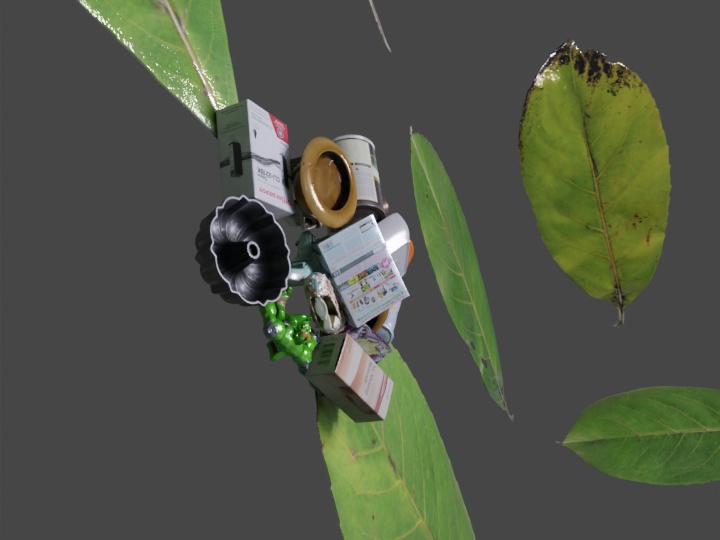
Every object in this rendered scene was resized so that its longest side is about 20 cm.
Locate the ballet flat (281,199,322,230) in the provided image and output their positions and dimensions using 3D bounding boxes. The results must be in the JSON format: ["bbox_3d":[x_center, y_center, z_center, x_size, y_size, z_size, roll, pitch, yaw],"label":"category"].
[{"bbox_3d":[-0.135,-0.125,1.277,0.199,0.066,0.064,-2,91,-65],"label":"ballet flat"}]

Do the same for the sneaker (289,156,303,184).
[{"bbox_3d":[-0.130,-0.221,1.314,0.200,0.077,0.091,-40,119,-63],"label":"sneaker"}]

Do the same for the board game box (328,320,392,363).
[{"bbox_3d":[-0.012,0.188,1.348,0.200,0.119,0.032,45,11,-51],"label":"board game box"}]

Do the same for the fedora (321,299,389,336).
[{"bbox_3d":[-0.024,0.099,1.345,0.082,0.200,0.201,49,1,41],"label":"fedora"}]

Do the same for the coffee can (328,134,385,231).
[{"bbox_3d":[-0.021,-0.212,1.399,0.146,0.144,0.203,34,43,-57],"label":"coffee can"}]

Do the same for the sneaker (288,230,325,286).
[{"bbox_3d":[-0.135,-0.026,1.216,0.200,0.072,0.120,-3,88,-74],"label":"sneaker"}]

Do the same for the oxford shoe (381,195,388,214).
[{"bbox_3d":[-0.009,-0.207,1.510,0.070,0.200,0.072,-21,137,-26],"label":"oxford shoe"}]

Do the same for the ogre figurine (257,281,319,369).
[{"bbox_3d":[-0.145,0.118,1.121,0.121,0.096,0.202,-102,178,-47],"label":"ogre figurine"}]

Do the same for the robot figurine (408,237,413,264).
[{"bbox_3d":[0.096,-0.046,1.682,0.146,0.115,0.200,70,26,-19],"label":"robot figurine"}]

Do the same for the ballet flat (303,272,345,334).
[{"bbox_3d":[-0.078,0.088,1.184,0.201,0.074,0.065,69,9,-46],"label":"ballet flat"}]

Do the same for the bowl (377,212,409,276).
[{"bbox_3d":[0.050,-0.020,1.400,0.199,0.074,0.202,-35,149,-28],"label":"bowl"}]

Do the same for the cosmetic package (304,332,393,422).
[{"bbox_3d":[-0.020,0.237,1.221,0.200,0.086,0.104,49,42,-36],"label":"cosmetic package"}]

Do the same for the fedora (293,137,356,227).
[{"bbox_3d":[-0.087,-0.184,1.212,0.199,0.081,0.204,21,63,-51],"label":"fedora"}]

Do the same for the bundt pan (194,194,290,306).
[{"bbox_3d":[-0.218,-0.028,1.015,0.201,0.075,0.205,29,53,-48],"label":"bundt pan"}]

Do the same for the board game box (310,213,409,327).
[{"bbox_3d":[0.000,0.000,1.229,0.146,0.064,0.202,-29,101,-19],"label":"board game box"}]

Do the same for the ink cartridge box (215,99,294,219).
[{"bbox_3d":[-0.209,-0.212,1.125,0.144,0.082,0.204,17,65,-64],"label":"ink cartridge box"}]

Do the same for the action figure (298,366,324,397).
[{"bbox_3d":[-0.070,0.249,1.266,0.200,0.054,0.120,39,46,-45],"label":"action figure"}]

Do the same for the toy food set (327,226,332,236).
[{"bbox_3d":[-0.031,-0.095,1.506,0.199,0.048,0.202,-6,85,-65],"label":"toy food set"}]

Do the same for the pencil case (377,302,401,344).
[{"bbox_3d":[0.067,0.122,1.583,0.201,0.082,0.092,-70,176,-49],"label":"pencil case"}]
